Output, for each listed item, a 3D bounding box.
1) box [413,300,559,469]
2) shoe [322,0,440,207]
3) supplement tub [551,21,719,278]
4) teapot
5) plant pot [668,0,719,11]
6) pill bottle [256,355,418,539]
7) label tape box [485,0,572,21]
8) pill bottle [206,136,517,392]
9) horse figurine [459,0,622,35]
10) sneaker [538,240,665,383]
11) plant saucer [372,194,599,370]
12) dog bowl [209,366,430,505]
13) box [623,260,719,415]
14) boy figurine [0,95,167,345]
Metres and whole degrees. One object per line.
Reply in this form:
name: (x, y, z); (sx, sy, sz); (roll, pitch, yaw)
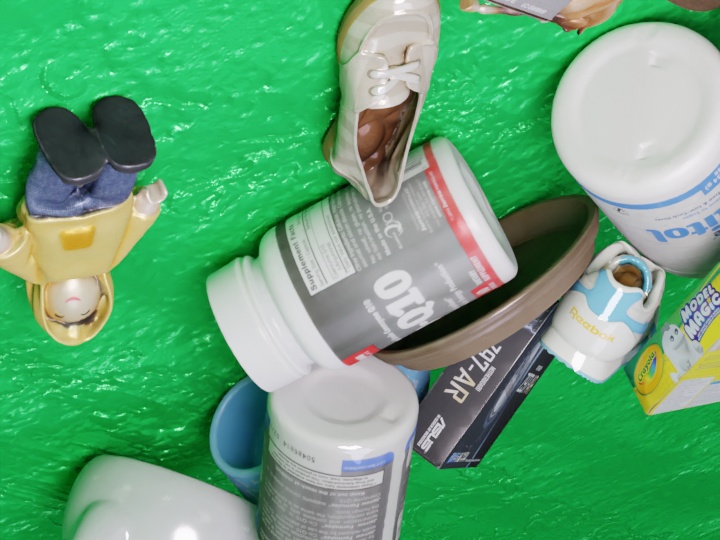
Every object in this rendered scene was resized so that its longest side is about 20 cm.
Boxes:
box: (0.109, 0.085, 1.516); (0.161, 0.043, 0.200); (-54, 167, 2)
shoe: (0.019, -0.113, 1.196); (0.070, 0.054, 0.200); (-15, 152, -17)
supplement tub: (0.225, -0.083, 1.336); (0.132, 0.132, 0.200); (-30, 152, 13)
teapot: (-0.164, 0.249, 1.532); (0.199, 0.147, 0.197); (22, 165, -10)
plant pot: (0.222, -0.238, 0.988); (0.186, 0.188, 0.200); (1, 146, -40)
pill bottle: (-0.021, 0.168, 1.416); (0.113, 0.114, 0.201); (-12, 131, -23)
label tape box: (0.119, -0.245, 0.932); (0.063, 0.145, 0.200); (10, 138, -48)
pill bottle: (0.000, 0.000, 1.321); (0.199, 0.114, 0.114); (-29, 153, 9)
horse figurine: (0.150, -0.206, 1.140); (0.132, 0.050, 0.200); (5, 144, -35)
sneaker: (0.196, 0.020, 1.394); (0.081, 0.076, 0.200); (-58, 174, 21)
plant saucer: (0.095, 0.012, 1.377); (0.200, 0.030, 0.200); (-33, -165, 10)
dog bowl: (-0.039, 0.110, 1.505); (0.200, 0.112, 0.050); (-32, 139, 17)
box: (0.284, 0.026, 1.319); (0.117, 0.049, 0.200); (-7, 150, -33)
boy figurine: (-0.186, -0.025, 1.182); (0.124, 0.065, 0.200); (-13, 149, -26)
